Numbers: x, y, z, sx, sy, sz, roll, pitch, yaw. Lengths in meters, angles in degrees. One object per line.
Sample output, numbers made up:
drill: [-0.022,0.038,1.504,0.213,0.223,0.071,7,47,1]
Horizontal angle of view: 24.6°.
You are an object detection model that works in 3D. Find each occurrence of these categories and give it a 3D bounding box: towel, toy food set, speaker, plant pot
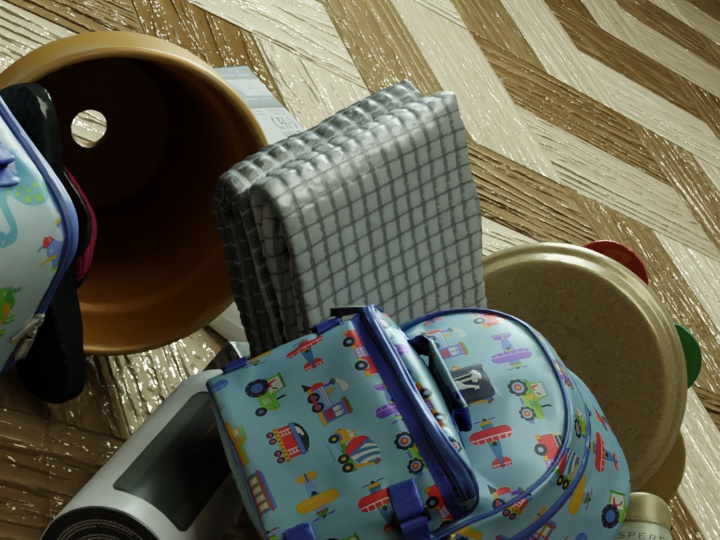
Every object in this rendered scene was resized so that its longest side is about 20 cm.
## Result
towel: [0.000,0.000,1.045,0.166,0.200,0.086,-31,31,-35]
toy food set: [0.133,0.075,1.146,0.200,0.198,0.049,6,3,14]
speaker: [-0.109,0.129,0.954,0.081,0.081,0.200,41,23,-1]
plant pot: [-0.172,-0.071,1.091,0.200,0.200,0.183,30,10,-25]

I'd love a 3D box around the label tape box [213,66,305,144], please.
label tape box: [-0.082,-0.079,1.373,0.200,0.066,0.143,46,24,13]

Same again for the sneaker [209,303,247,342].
sneaker: [-0.095,-0.025,1.228,0.200,0.089,0.075,52,24,22]

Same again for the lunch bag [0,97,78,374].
lunch bag: [-0.246,-0.041,0.925,0.082,0.161,0.200,-15,58,-45]

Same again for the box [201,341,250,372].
box: [-0.003,0.129,1.153,0.200,0.050,0.158,10,39,-49]

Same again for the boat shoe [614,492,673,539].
boat shoe: [0.145,0.172,0.994,0.074,0.200,0.066,13,74,-9]

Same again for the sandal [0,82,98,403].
sandal: [-0.184,-0.018,0.972,0.075,0.200,0.045,20,33,39]

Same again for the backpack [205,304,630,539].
backpack: [0.038,0.100,0.900,0.135,0.200,0.183,68,0,-46]
